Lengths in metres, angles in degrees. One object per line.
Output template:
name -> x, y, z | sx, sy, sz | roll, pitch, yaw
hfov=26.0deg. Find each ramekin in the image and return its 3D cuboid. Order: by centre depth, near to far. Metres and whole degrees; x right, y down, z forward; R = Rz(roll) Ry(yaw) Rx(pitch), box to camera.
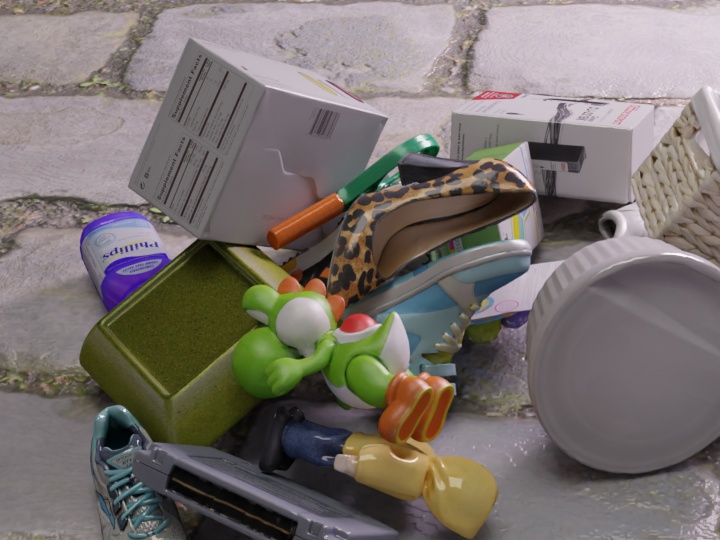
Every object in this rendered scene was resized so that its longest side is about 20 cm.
ramekin -> 0.233, 0.064, 1.341 | 0.200, 0.205, 0.094 | -8, 23, -4

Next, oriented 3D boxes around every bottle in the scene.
bottle -> -0.226, 0.013, 1.589 | 0.083, 0.066, 0.200 | -16, 36, -16

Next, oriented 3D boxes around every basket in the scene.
basket -> 0.367, -0.054, 1.472 | 0.199, 0.124, 0.136 | 30, 28, -20

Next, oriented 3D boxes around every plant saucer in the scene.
plant saucer -> -0.148, 0.053, 1.424 | 0.199, 0.048, 0.200 | -40, 46, -12

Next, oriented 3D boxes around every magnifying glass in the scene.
magnifying glass -> -0.005, -0.076, 1.507 | 0.199, 0.080, 0.022 | -33, 76, -24

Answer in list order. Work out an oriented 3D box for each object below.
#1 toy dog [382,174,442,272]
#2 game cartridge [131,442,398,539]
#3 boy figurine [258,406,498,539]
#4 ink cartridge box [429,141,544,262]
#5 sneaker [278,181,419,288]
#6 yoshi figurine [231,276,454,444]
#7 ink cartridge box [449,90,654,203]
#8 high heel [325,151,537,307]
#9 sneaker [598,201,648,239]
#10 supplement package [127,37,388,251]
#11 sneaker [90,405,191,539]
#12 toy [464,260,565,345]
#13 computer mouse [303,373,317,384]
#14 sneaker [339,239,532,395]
toy dog -> -0.002, -0.060, 1.602 | 0.198, 0.096, 0.133 | 3, 69, 33
game cartridge -> -0.074, 0.191, 1.269 | 0.198, 0.041, 0.133 | 20, 4, 27
boy figurine -> 0.020, 0.168, 1.315 | 0.198, 0.065, 0.124 | 18, -1, 14
ink cartridge box -> 0.123, -0.053, 1.542 | 0.059, 0.105, 0.200 | -7, 13, 23
sneaker -> 0.000, 0.000, 1.513 | 0.199, 0.070, 0.091 | -37, 66, 15
yoshi figurine -> -0.030, 0.090, 1.315 | 0.199, 0.113, 0.112 | 30, 50, 25
ink cartridge box -> 0.210, -0.136, 1.691 | 0.198, 0.085, 0.144 | 8, 18, 18
high heel -> 0.061, -0.030, 1.375 | 0.141, 0.072, 0.201 | 11, 51, 32
sneaker -> 0.284, -0.005, 1.545 | 0.070, 0.074, 0.200 | -15, 26, 2
supplement package -> -0.095, -0.115, 1.498 | 0.110, 0.157, 0.199 | 33, 15, 31
sneaker -> -0.194, 0.191, 1.309 | 0.077, 0.087, 0.200 | -17, 36, -14
toy -> 0.109, 0.042, 1.507 | 0.198, 0.048, 0.115 | -6, 22, 13
computer mouse -> -0.107, 0.092, 1.459 | 0.139, 0.046, 0.201 | 23, 62, 21
sneaker -> 0.080, 0.060, 1.413 | 0.198, 0.132, 0.079 | -24, -10, 14
